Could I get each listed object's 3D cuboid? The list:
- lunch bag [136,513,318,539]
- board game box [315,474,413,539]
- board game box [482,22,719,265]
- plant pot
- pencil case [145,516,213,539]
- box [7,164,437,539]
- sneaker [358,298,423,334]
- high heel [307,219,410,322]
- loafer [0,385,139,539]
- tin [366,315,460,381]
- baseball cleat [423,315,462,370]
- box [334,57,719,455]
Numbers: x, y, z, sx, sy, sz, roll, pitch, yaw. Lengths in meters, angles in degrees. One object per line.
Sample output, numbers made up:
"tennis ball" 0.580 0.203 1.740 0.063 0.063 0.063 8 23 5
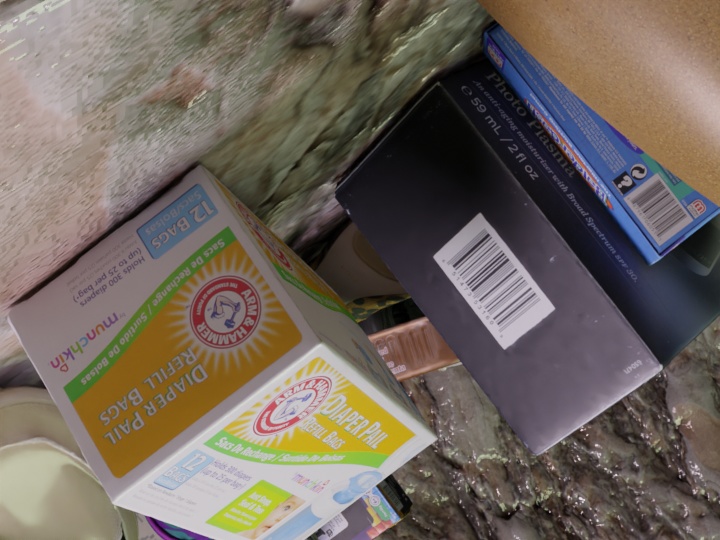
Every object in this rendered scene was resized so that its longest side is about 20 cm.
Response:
"lunch bag" -0.154 0.214 1.093 0.168 0.200 0.139 -38 172 -22
"board game box" -0.079 0.177 1.201 0.165 0.200 0.057 -38 175 14
"board game box" 0.189 -0.123 0.734 0.200 0.152 0.045 -36 173 0
"plant pot" 0.184 -0.107 0.617 0.186 0.200 0.186 -37 173 -5
"pencil case" -0.073 0.131 0.993 0.200 0.085 0.093 -23 128 -62
"box" -0.055 0.053 0.647 0.112 0.102 0.200 -38 155 3
"sneaker" 0.013 0.052 1.138 0.090 0.076 0.200 -23 169 17
"high heel" 0.000 0.000 1.025 0.200 0.072 0.143 -37 -177 -6
"loafer" -0.161 0.123 0.721 0.075 0.068 0.200 -30 150 2
"tin" 0.018 0.058 0.919 0.199 0.042 0.112 -19 171 20
"baseball cleat" 0.089 -0.006 1.018 0.200 0.069 0.107 130 -27 -52
"box" 0.129 -0.034 0.834 0.198 0.200 0.123 -32 171 -46
